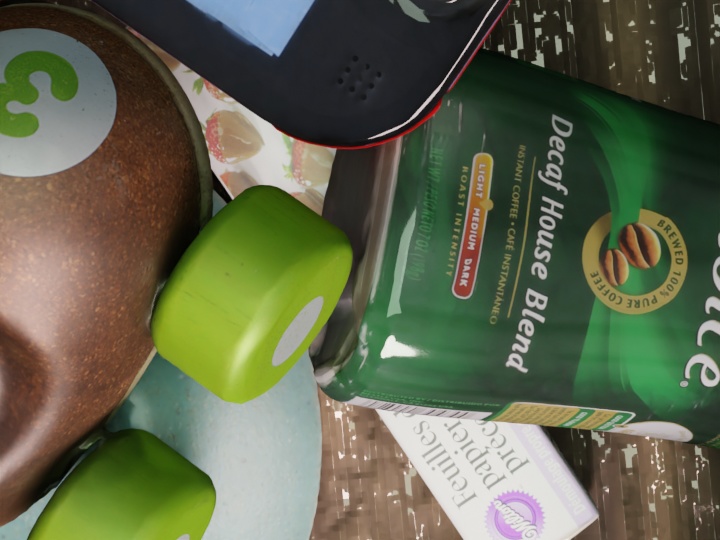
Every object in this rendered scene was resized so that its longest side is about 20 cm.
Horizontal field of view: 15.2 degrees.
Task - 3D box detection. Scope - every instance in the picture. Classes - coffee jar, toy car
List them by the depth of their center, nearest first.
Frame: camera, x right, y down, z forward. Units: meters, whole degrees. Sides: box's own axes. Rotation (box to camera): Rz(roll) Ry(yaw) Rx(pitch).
[{"bbox_3d":[-0.128,0.016,0.669,0.164,0.200,0.158,35,112,13],"label":"toy car"},{"bbox_3d":[0.091,0.003,0.762,0.200,0.085,0.104,11,82,-13],"label":"coffee jar"}]

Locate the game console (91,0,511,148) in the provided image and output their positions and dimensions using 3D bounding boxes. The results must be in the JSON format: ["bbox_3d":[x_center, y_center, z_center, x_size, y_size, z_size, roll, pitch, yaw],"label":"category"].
[{"bbox_3d":[-0.031,-0.144,0.668,0.200,0.031,0.177,35,118,-1],"label":"game console"}]

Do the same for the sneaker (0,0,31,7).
[{"bbox_3d":[-0.126,-0.118,0.802,0.200,0.076,0.092,-17,66,11],"label":"sneaker"}]

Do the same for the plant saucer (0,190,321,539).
[{"bbox_3d":[-0.112,0.051,0.796,0.201,0.039,0.201,0,90,16],"label":"plant saucer"}]

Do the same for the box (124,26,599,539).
[{"bbox_3d":[0.000,0.000,0.810,0.039,0.041,0.200,-34,91,4],"label":"box"}]
